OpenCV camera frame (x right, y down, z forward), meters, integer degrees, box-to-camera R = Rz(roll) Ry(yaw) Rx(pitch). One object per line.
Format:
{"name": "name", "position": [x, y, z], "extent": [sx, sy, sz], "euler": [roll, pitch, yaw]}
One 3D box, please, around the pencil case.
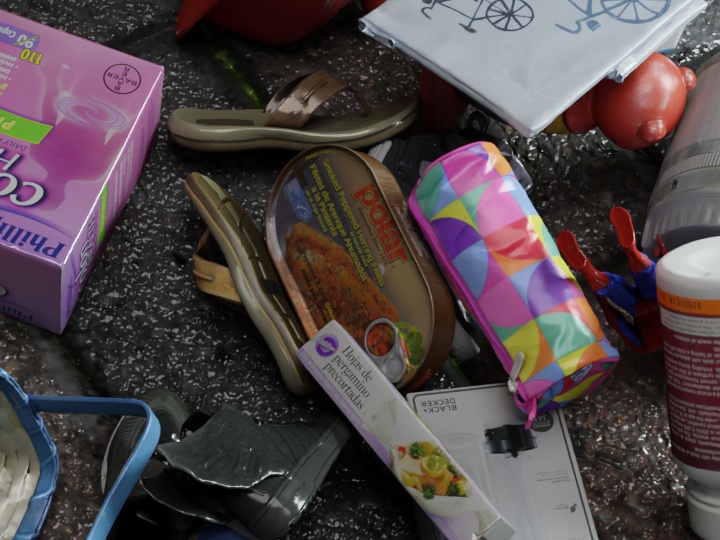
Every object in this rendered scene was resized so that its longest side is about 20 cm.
{"name": "pencil case", "position": [0.106, 0.007, 1.443], "extent": [0.088, 0.088, 0.200], "euler": [-22, 72, -21]}

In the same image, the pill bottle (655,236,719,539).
{"name": "pill bottle", "position": [0.272, 0.084, 1.430], "extent": [0.114, 0.201, 0.114], "euler": [-7, 16, 2]}

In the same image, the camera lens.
{"name": "camera lens", "position": [0.311, -0.065, 1.560], "extent": [0.160, 0.160, 0.200], "euler": [21, 57, 4]}

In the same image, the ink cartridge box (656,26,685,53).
{"name": "ink cartridge box", "position": [0.184, -0.286, 1.700], "extent": [0.128, 0.125, 0.200], "euler": [-14, 59, -18]}

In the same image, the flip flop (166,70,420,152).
{"name": "flip flop", "position": [-0.051, -0.127, 1.587], "extent": [0.199, 0.058, 0.081], "euler": [-1, 14, -4]}

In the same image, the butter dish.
{"name": "butter dish", "position": [-0.034, -0.262, 1.639], "extent": [0.148, 0.200, 0.200], "euler": [34, 55, -15]}

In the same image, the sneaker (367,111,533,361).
{"name": "sneaker", "position": [0.081, -0.034, 1.532], "extent": [0.114, 0.076, 0.200], "euler": [-25, 57, 9]}

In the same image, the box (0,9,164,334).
{"name": "box", "position": [-0.265, -0.082, 1.517], "extent": [0.175, 0.097, 0.200], "euler": [20, 58, 4]}

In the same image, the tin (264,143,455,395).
{"name": "tin", "position": [0.000, 0.000, 1.490], "extent": [0.042, 0.112, 0.200], "euler": [5, 54, -50]}

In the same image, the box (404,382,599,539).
{"name": "box", "position": [0.101, 0.181, 1.430], "extent": [0.116, 0.060, 0.200], "euler": [-6, 59, -13]}

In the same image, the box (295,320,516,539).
{"name": "box", "position": [0.030, 0.118, 1.402], "extent": [0.039, 0.041, 0.200], "euler": [-41, 59, 0]}

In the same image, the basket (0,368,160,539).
{"name": "basket", "position": [-0.245, 0.150, 1.336], "extent": [0.200, 0.139, 0.177], "euler": [4, 52, 31]}

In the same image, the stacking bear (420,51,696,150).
{"name": "stacking bear", "position": [0.159, -0.151, 1.586], "extent": [0.200, 0.114, 0.122], "euler": [20, 55, 25]}

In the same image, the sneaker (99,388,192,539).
{"name": "sneaker", "position": [-0.143, 0.156, 1.379], "extent": [0.066, 0.091, 0.200], "euler": [25, 50, -14]}

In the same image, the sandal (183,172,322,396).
{"name": "sandal", "position": [-0.090, 0.013, 1.508], "extent": [0.054, 0.080, 0.200], "euler": [-31, 71, 11]}

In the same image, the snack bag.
{"name": "snack bag", "position": [0.129, -0.193, 1.538], "extent": [0.188, 0.021, 0.200], "euler": [36, 63, 28]}

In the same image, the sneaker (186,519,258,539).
{"name": "sneaker", "position": [-0.049, 0.244, 1.362], "extent": [0.200, 0.074, 0.082], "euler": [33, 58, 22]}

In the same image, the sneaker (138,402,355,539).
{"name": "sneaker", "position": [-0.074, 0.122, 1.384], "extent": [0.104, 0.060, 0.200], "euler": [36, 25, 0]}

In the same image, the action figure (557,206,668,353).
{"name": "action figure", "position": [0.203, 0.014, 1.485], "extent": [0.065, 0.200, 0.052], "euler": [-29, 55, 11]}
